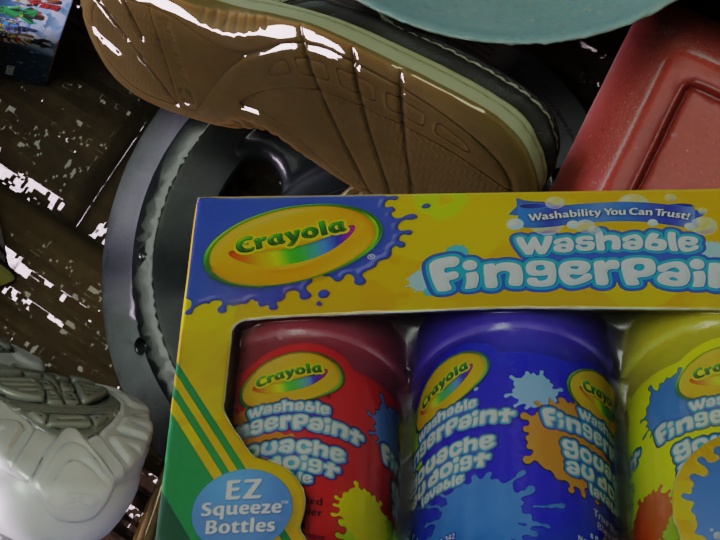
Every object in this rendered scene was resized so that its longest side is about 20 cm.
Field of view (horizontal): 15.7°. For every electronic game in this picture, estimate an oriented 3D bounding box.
[{"bbox_3d":[0.000,0.000,0.943,0.199,0.042,0.202,-3,81,17],"label":"electronic game"}]

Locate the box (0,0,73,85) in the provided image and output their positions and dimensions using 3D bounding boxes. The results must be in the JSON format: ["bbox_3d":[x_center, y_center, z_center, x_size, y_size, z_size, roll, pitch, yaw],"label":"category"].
[{"bbox_3d":[-0.111,-0.162,0.951,0.037,0.200,0.138,11,75,-10],"label":"box"}]

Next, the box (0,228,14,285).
[{"bbox_3d":[-0.189,-0.088,1.020,0.050,0.075,0.201,-20,67,10],"label":"box"}]

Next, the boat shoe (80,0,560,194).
[{"bbox_3d":[-0.009,-0.077,0.887,0.199,0.073,0.065,24,54,32],"label":"boat shoe"}]

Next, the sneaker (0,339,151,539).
[{"bbox_3d":[-0.131,0.079,0.912,0.200,0.077,0.100,20,98,66],"label":"sneaker"}]

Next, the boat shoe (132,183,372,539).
[{"bbox_3d":[-0.023,0.058,0.884,0.074,0.066,0.201,22,88,19],"label":"boat shoe"}]

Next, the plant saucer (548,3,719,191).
[{"bbox_3d":[0.141,0.031,0.867,0.199,0.037,0.201,26,83,11],"label":"plant saucer"}]

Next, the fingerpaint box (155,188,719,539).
[{"bbox_3d":[0.044,0.057,0.776,0.198,0.074,0.168,0,47,5],"label":"fingerpaint box"}]

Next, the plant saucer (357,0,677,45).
[{"bbox_3d":[0.047,-0.166,0.881,0.199,0.039,0.202,1,77,-4],"label":"plant saucer"}]
